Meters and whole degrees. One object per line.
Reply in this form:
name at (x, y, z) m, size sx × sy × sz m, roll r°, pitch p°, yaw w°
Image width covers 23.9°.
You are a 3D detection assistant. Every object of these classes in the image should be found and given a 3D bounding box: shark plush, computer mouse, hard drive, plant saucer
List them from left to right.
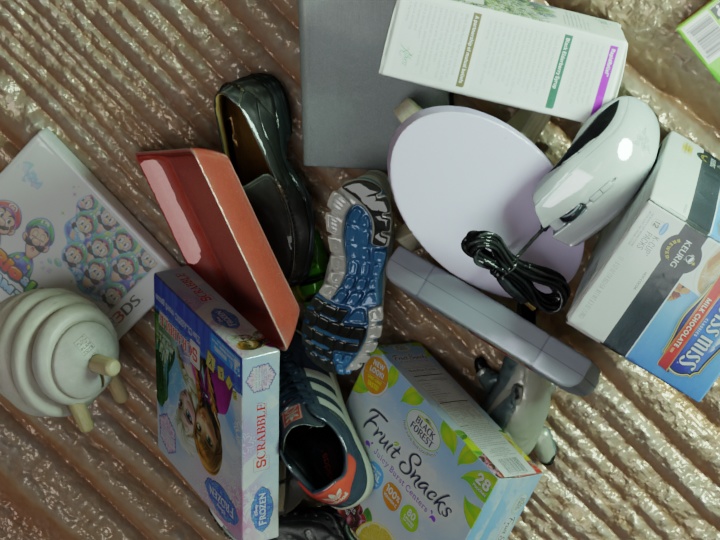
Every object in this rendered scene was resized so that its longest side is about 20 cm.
plant saucer at (-0.128, -0.029, 1.574) m, size 0.037 × 0.200 × 0.200 m, roll -29°, pitch 103°, yaw -18°
hard drive at (0.015, -0.189, 1.532) m, size 0.139 × 0.033 × 0.201 m, roll 4°, pitch 111°, yaw 15°
shark plush at (0.131, 0.110, 1.594) m, size 0.083 × 0.091 × 0.201 m, roll 25°, pitch 124°, yaw 40°
computer mouse at (0.182, -0.061, 1.409) m, size 0.110 × 0.044 × 0.200 m, roll 41°, pitch 86°, yaw -24°

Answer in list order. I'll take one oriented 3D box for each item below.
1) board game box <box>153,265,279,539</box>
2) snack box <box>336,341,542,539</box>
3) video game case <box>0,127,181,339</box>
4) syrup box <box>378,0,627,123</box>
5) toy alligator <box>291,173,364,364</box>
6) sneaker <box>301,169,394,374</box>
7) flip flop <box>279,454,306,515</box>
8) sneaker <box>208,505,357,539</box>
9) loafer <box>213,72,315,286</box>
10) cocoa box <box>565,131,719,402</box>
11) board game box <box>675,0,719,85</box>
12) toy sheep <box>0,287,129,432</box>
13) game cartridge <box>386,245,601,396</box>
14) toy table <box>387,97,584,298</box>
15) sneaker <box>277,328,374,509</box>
board game box at (-0.138, 0.126, 1.613) m, size 0.041 × 0.200 × 0.200 m, roll -12°, pitch 118°, yaw -27°
snack box at (0.057, 0.192, 1.589) m, size 0.200 × 0.068 × 0.169 m, roll 46°, pitch 122°, yaw 36°
video game case at (-0.302, -0.012, 1.696) m, size 0.200 × 0.024 × 0.182 m, roll 46°, pitch 115°, yaw -3°
syrup box at (0.122, -0.189, 1.452) m, size 0.199 × 0.079 × 0.082 m, roll 14°, pitch 111°, yaw -2°
toy alligator at (-0.041, 0.007, 1.609) m, size 0.059 × 0.054 × 0.201 m, roll -15°, pitch 105°, yaw 21°
sneaker at (0.000, 0.000, 1.560) m, size 0.075 × 0.087 × 0.201 m, roll 17°, pitch 114°, yaw 7°
flip flop at (-0.084, 0.141, 1.671) m, size 0.081 × 0.058 × 0.201 m, roll -5°, pitch 90°, yaw 12°
sneaker at (-0.058, 0.260, 1.711) m, size 0.200 × 0.076 × 0.088 m, roll 36°, pitch 101°, yaw -3°
loafer at (-0.096, -0.079, 1.563) m, size 0.073 × 0.072 × 0.201 m, roll -12°, pitch 94°, yaw 34°
cocoa box at (0.273, -0.007, 1.430) m, size 0.131 × 0.200 × 0.134 m, roll 32°, pitch 115°, yaw 2°
board game box at (0.367, -0.158, 1.443) m, size 0.095 × 0.030 × 0.200 m, roll -37°, pitch 94°, yaw 25°
toy sheep at (-0.295, 0.082, 1.644) m, size 0.200 × 0.138 × 0.138 m, roll 5°, pitch 113°, yaw 41°
game cartridge at (0.116, 0.047, 1.497) m, size 0.200 × 0.133 × 0.041 m, roll 31°, pitch 85°, yaw 16°
toy table at (0.104, -0.074, 1.481) m, size 0.184 × 0.117 × 0.200 m, roll -34°, pitch 110°, yaw 7°
sneaker at (-0.057, 0.129, 1.581) m, size 0.075 × 0.084 × 0.200 m, roll -37°, pitch 70°, yaw 14°
